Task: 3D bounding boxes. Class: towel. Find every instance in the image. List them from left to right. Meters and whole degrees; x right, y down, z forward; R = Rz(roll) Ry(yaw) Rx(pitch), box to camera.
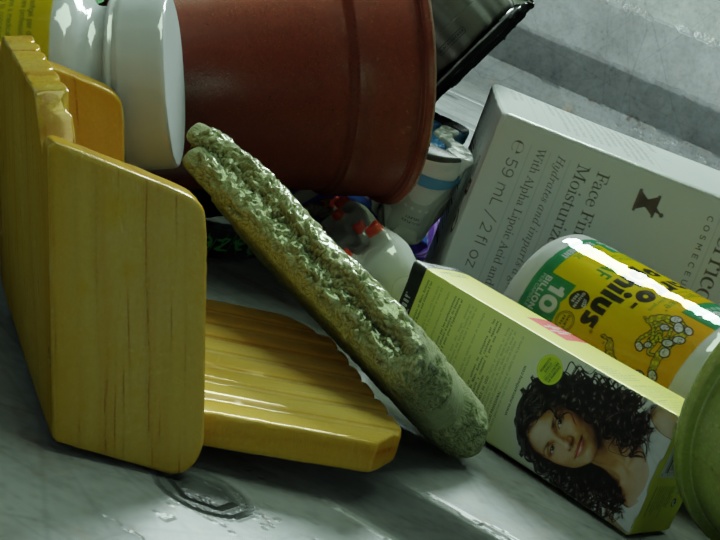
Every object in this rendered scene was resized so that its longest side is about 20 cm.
[{"bbox_3d":[-0.013,0.010,0.865,0.200,0.036,0.149,46,-4,29],"label":"towel"}]

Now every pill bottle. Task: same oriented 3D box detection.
[{"bbox_3d":[-0.200,-0.101,0.893,0.197,0.116,0.114,-2,13,1],"label":"pill bottle"},{"bbox_3d":[0.183,0.066,0.985,0.112,0.114,0.199,8,19,-48],"label":"pill bottle"}]

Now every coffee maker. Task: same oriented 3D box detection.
[{"bbox_3d":[0.025,-0.236,1.264,0.200,0.135,0.192,48,-8,-1],"label":"coffee maker"}]

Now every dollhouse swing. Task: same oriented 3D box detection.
[{"bbox_3d":[-0.076,-0.011,0.776,0.174,0.184,0.200,-3,19,-17],"label":"dollhouse swing"}]

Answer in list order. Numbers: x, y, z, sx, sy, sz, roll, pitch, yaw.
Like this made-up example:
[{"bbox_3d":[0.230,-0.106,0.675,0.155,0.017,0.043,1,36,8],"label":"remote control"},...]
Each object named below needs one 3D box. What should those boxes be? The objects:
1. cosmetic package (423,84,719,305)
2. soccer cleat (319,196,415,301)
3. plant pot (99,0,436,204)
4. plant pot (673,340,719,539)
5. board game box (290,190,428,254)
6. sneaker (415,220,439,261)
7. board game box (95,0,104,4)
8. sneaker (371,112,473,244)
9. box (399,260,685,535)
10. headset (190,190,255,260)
[{"bbox_3d":[0.160,-0.016,1.174,0.198,0.166,0.165,20,13,-2],"label":"cosmetic package"},{"bbox_3d":[0.000,0.000,1.098,0.078,0.069,0.200,51,-4,-15],"label":"soccer cleat"},{"bbox_3d":[-0.077,-0.135,1.044,0.193,0.203,0.201,-6,22,-20],"label":"plant pot"},{"bbox_3d":[0.281,0.124,0.792,0.199,0.202,0.185,16,25,-23],"label":"plant pot"},{"bbox_3d":[-0.015,-0.117,1.256,0.134,0.045,0.202,30,43,-43],"label":"board game box"},{"bbox_3d":[0.042,-0.050,1.391,0.083,0.081,0.200,36,17,-11],"label":"sneaker"},{"bbox_3d":[-0.238,-0.167,1.000,0.029,0.198,0.135,52,22,-35],"label":"board game box"},{"bbox_3d":[0.034,-0.072,1.194,0.074,0.087,0.200,20,16,-2],"label":"sneaker"},{"bbox_3d":[0.101,0.069,0.927,0.199,0.076,0.050,30,15,37],"label":"box"},{"bbox_3d":[-0.133,-0.065,1.154,0.122,0.095,0.201,9,33,-31],"label":"headset"}]
